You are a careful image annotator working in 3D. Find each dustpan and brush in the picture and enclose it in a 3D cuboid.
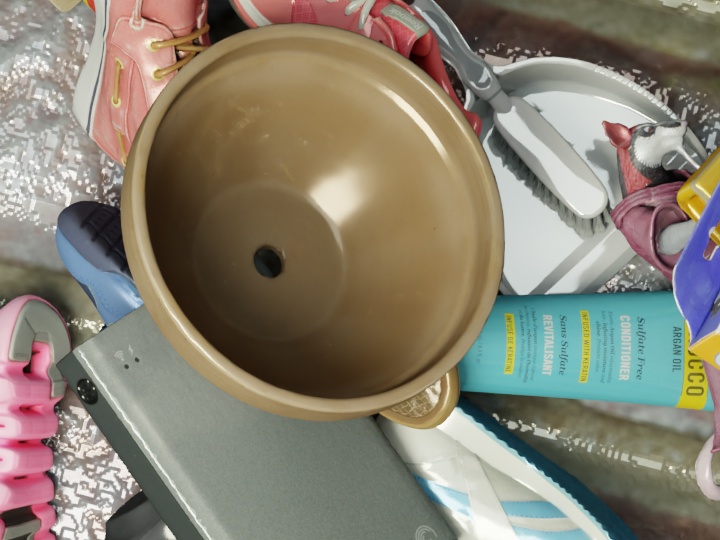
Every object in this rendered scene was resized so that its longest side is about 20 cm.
[{"bbox_3d":[0.085,-0.083,1.408,0.139,0.057,0.200,-43,86,0],"label":"dustpan and brush"}]

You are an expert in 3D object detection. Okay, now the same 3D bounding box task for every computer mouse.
[{"bbox_3d":[-0.141,0.185,1.385,0.059,0.034,0.200,40,102,-22],"label":"computer mouse"}]

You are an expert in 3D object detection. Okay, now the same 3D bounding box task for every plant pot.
[{"bbox_3d":[-0.033,-0.017,1.294,0.199,0.093,0.203,6,73,-20],"label":"plant pot"}]

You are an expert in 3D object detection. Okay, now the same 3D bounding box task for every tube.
[{"bbox_3d":[0.140,0.042,1.404,0.198,0.050,0.078,1,93,-12],"label":"tube"}]

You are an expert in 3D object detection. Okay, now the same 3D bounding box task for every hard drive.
[{"bbox_3d":[-0.051,0.097,1.318,0.139,0.033,0.201,-34,88,-45],"label":"hard drive"}]

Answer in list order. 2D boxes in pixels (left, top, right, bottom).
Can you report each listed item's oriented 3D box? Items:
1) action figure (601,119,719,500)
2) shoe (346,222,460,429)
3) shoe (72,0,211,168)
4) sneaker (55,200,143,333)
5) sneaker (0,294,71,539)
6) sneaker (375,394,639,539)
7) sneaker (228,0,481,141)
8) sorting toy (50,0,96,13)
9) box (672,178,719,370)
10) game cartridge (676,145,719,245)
[{"bbox_3d":[0.195,-0.004,1.373,0.200,0.134,0.149,47,128,13],"label":"action figure"},{"bbox_3d":[0.000,0.000,1.386,0.070,0.053,0.201,-47,66,29],"label":"shoe"},{"bbox_3d":[-0.098,-0.116,1.353,0.071,0.201,0.091,-28,65,-31],"label":"shoe"},{"bbox_3d":[-0.105,0.049,1.395,0.082,0.074,0.200,-41,92,25],"label":"sneaker"},{"bbox_3d":[-0.222,0.111,1.416,0.095,0.079,0.202,6,86,25],"label":"sneaker"},{"bbox_3d":[0.086,0.144,1.395,0.199,0.076,0.081,37,96,11],"label":"sneaker"},{"bbox_3d":[0.001,-0.134,1.354,0.074,0.087,0.201,-40,100,-38],"label":"sneaker"},{"bbox_3d":[-0.107,-0.226,1.350,0.200,0.199,0.070,-43,71,0],"label":"sorting toy"},{"bbox_3d":[0.251,0.026,1.233,0.199,0.041,0.120,33,68,-8],"label":"box"},{"bbox_3d":[0.283,-0.043,1.302,0.176,0.032,0.200,45,65,-1],"label":"game cartridge"}]
